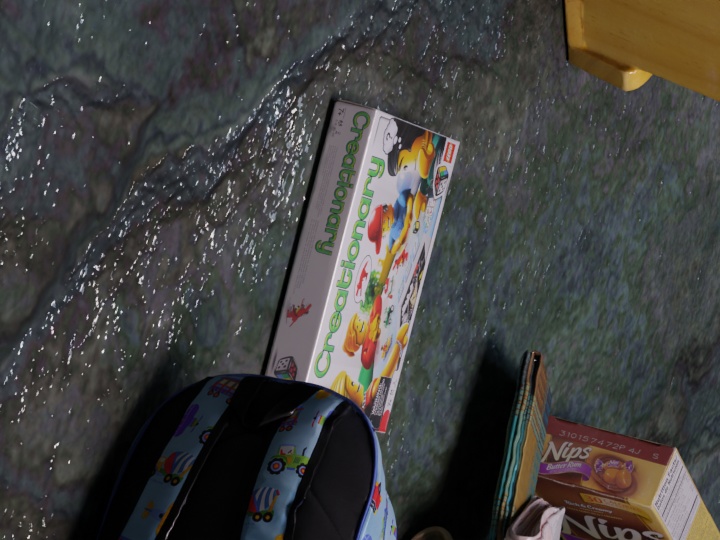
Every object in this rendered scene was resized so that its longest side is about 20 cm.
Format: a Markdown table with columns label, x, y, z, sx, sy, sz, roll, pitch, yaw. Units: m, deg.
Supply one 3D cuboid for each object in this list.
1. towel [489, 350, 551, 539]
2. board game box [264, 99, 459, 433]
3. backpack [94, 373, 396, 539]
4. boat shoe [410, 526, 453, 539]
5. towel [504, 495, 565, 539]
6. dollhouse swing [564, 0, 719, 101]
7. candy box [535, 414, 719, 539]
| label | x | y | z | sx | sy | sz | roll | pitch | yaw |
| --- | --- | --- | --- | --- | --- | --- | --- | --- | --- |
| towel | 0.110 | 0.170 | 2.030 | 0.147 | 0.022 | 0.201 | 70 | 30 | -72 |
| board game box | 0.000 | 0.000 | 1.790 | 0.126 | 0.034 | 0.201 | 14 | 90 | -62 |
| backpack | -0.063 | 0.168 | 1.603 | 0.135 | 0.182 | 0.201 | 51 | 52 | -53 |
| boat shoe | 0.019 | 0.249 | 1.908 | 0.200 | 0.072 | 0.065 | -49 | 138 | -51 |
| towel | 0.112 | 0.271 | 1.985 | 0.191 | 0.032 | 0.201 | -24 | 122 | -78 |
| dollhouse swing | 0.239 | -0.240 | 1.974 | 0.182 | 0.175 | 0.201 | -45 | 139 | -44 |
| candy box | 0.208 | 0.189 | 2.178 | 0.057 | 0.116 | 0.200 | -64 | 149 | -21 |
